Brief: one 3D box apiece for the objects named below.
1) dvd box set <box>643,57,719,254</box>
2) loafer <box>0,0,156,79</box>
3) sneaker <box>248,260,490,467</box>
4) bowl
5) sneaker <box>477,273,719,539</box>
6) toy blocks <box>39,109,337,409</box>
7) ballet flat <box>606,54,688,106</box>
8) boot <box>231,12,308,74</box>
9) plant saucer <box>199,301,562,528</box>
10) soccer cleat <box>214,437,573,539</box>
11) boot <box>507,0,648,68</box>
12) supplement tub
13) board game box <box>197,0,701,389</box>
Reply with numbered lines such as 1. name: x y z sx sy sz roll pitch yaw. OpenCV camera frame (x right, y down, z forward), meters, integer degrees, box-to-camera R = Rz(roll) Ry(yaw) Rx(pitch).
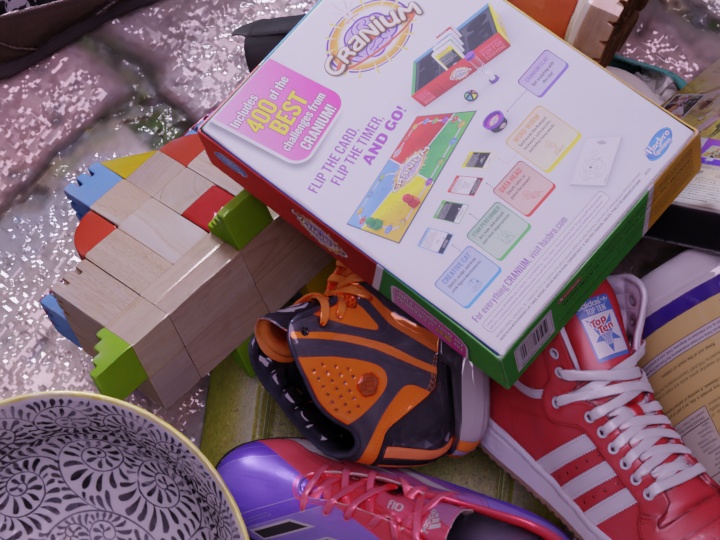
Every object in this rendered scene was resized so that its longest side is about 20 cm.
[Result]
1. dvd box set: 0.221 -0.080 1.516 0.200 0.146 0.029 -39 119 -26
2. loafer: -0.143 -0.179 1.621 0.200 0.071 0.073 -39 78 -11
3. sneaker: 0.000 0.000 1.477 0.112 0.078 0.201 -4 82 -24
4. bowl: -0.143 0.160 1.497 0.200 0.094 0.202 0 90 8
5. sneaker: 0.134 0.075 1.443 0.071 0.113 0.200 -19 42 -40
6. toy blocks: -0.097 -0.019 1.550 0.200 0.100 0.137 -43 45 -18
7. ballet flat: 0.098 -0.107 1.603 0.199 0.070 0.068 18 71 5
8. boot: 0.023 -0.065 1.596 0.077 0.138 0.201 -38 113 -43
9. plant saucer: 0.011 0.113 1.549 0.199 0.048 0.201 7 73 1
10. soccer cleat: 0.020 0.126 1.481 0.199 0.073 0.068 18 75 5
11. boot: 0.106 -0.165 1.558 0.107 0.200 0.075 25 105 8
12. supplement tub: 0.227 0.083 1.509 0.145 0.145 0.201 -23 75 -7
13. board game box: 0.044 -0.060 1.441 0.200 0.040 0.153 38 76 21
